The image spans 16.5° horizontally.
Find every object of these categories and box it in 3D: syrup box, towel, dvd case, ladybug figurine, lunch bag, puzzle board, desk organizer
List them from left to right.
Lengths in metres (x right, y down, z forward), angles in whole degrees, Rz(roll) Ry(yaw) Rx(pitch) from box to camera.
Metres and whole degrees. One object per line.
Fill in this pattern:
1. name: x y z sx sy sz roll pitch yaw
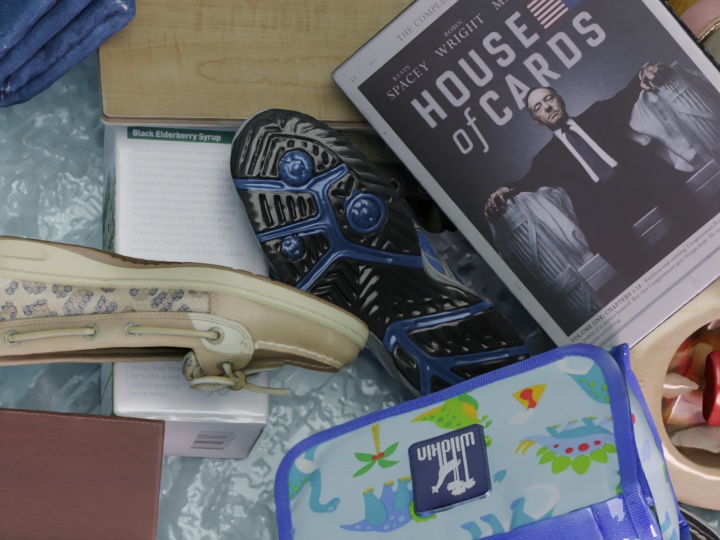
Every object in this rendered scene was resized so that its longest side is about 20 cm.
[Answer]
1. desk organizer: -0.194 0.113 1.195 0.200 0.072 0.077 5 58 -5
2. towel: -0.177 -0.187 1.271 0.049 0.112 0.200 20 43 -44
3. syrup box: -0.090 -0.011 1.268 0.081 0.079 0.200 3 72 -11
4. puzzle board: -0.037 -0.138 1.275 0.200 0.017 0.151 0 63 -13
5. lunch bag: 0.056 0.113 1.134 0.170 0.200 0.128 -20 95 10
6. dvd case: 0.105 -0.068 1.221 0.150 0.025 0.200 -40 92 11
7. ladybug figurine: 0.202 0.055 1.301 0.200 0.072 0.136 4 100 -17

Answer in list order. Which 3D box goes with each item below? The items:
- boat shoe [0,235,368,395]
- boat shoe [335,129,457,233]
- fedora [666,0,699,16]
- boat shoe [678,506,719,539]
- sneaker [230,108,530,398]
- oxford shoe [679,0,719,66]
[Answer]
1. boat shoe: -0.097 0.030 1.178 0.200 0.073 0.063 9 77 3
2. boat shoe: 0.043 -0.052 1.321 0.200 0.073 0.065 11 96 -17
3. fedora: 0.117 -0.162 1.347 0.200 0.082 0.201 -4 65 9
4. boat shoe: 0.096 0.126 1.261 0.200 0.057 0.069 17 68 4
5. sneaker: 0.000 0.000 1.256 0.076 0.077 0.200 -42 109 -8
6. oxford shoe: 0.162 -0.043 1.275 0.071 0.200 0.074 -5 42 -35
